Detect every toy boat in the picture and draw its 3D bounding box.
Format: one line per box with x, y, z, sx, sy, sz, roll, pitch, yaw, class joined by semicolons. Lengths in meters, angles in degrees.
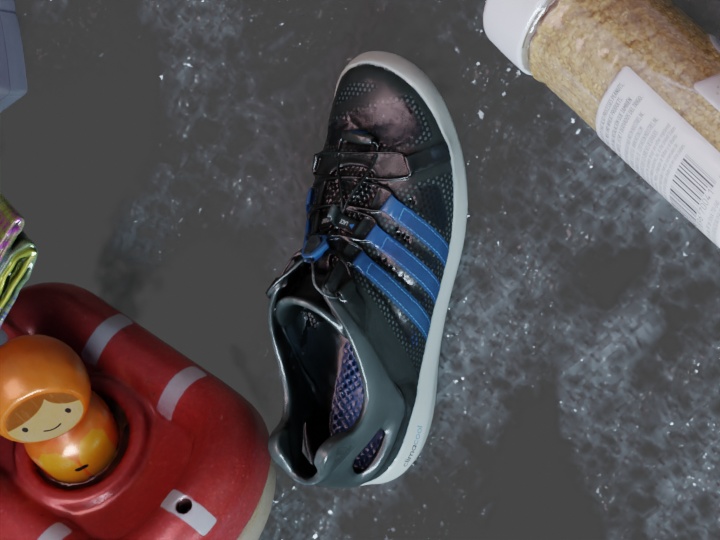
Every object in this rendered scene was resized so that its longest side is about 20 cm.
-0.137;0.075;1.332;0.200;0.131;0.131;32;77;30;toy boat

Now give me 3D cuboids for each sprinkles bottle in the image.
0.139;-0.064;1.189;0.200;0.068;0.068;45;115;25;sprinkles bottle

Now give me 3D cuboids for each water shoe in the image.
0.000;0.000;1.282;0.071;0.079;0.200;2;92;35;water shoe

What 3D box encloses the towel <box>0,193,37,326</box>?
-0.214;0.052;1.347;0.200;0.023;0.144;-62;22;3;towel

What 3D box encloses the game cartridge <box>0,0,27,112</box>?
-0.249;-0.157;1.483;0.133;0.040;0.200;-32;73;28;game cartridge
